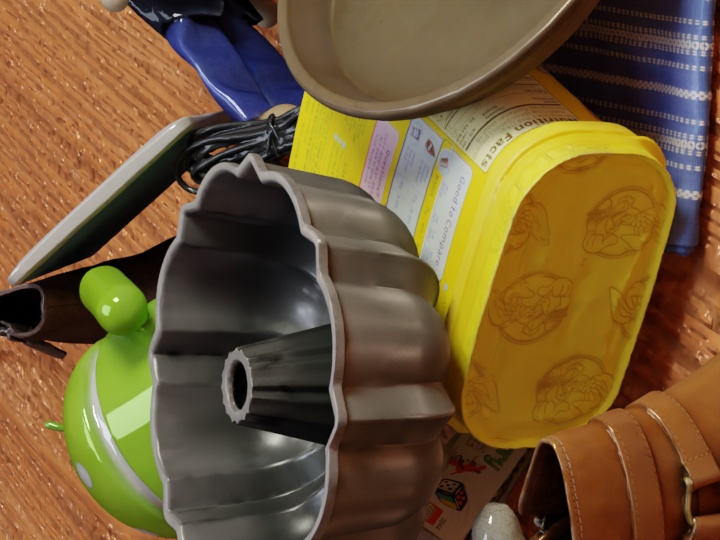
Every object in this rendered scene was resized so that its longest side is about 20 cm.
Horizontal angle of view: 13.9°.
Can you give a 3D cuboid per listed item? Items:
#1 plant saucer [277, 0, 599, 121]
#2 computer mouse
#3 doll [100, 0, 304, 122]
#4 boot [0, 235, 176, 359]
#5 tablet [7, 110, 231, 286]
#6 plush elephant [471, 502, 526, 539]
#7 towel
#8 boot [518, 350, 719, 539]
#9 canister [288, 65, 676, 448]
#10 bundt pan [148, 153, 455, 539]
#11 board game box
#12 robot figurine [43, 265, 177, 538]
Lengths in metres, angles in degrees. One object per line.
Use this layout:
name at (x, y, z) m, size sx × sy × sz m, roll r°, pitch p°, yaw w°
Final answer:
plant saucer at (0.048, -0.148, 1.309) m, size 0.200 × 0.029 × 0.201 m, roll -25°, pitch 47°, yaw 29°
computer mouse at (0.000, 0.000, 1.526) m, size 0.140 × 0.046 × 0.201 m, roll -22°, pitch 94°, yaw 30°
doll at (-0.084, -0.142, 1.606) m, size 0.048 × 0.136 × 0.200 m, roll -50°, pitch 65°, yaw 28°
boot at (-0.144, 0.012, 1.686) m, size 0.200 × 0.166 × 0.073 m, roll -3°, pitch 90°, yaw 63°
tablet at (-0.126, -0.044, 1.623) m, size 0.014 × 0.130 × 0.200 m, roll 48°, pitch -172°, yaw 1°
plush elephant at (0.083, 0.174, 1.285) m, size 0.165 × 0.200 × 0.155 m, roll -1°, pitch 69°, yaw 61°
towel at (0.113, -0.113, 1.327) m, size 0.145 × 0.024 × 0.201 m, roll 19°, pitch 109°, yaw 61°
boot at (0.133, 0.057, 1.155) m, size 0.077 × 0.155 × 0.201 m, roll 34°, pitch 122°, yaw 58°
canister at (0.047, -0.034, 1.344) m, size 0.200 × 0.086 × 0.149 m, roll 49°, pitch 131°, yaw 49°
bundt pan at (-0.022, 0.050, 1.303) m, size 0.202 × 0.076 × 0.203 m, roll 1°, pitch 91°, yaw 63°
board game box at (0.026, 0.147, 1.420) m, size 0.035 × 0.126 × 0.200 m, roll 33°, pitch 134°, yaw 7°
robot figurine at (-0.067, 0.060, 1.484) m, size 0.200 × 0.176 × 0.116 m, roll -33°, pitch 19°, yaw 31°
